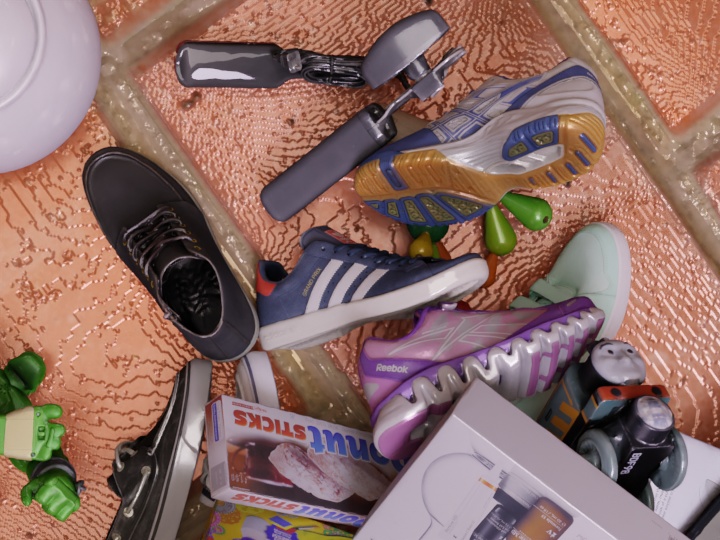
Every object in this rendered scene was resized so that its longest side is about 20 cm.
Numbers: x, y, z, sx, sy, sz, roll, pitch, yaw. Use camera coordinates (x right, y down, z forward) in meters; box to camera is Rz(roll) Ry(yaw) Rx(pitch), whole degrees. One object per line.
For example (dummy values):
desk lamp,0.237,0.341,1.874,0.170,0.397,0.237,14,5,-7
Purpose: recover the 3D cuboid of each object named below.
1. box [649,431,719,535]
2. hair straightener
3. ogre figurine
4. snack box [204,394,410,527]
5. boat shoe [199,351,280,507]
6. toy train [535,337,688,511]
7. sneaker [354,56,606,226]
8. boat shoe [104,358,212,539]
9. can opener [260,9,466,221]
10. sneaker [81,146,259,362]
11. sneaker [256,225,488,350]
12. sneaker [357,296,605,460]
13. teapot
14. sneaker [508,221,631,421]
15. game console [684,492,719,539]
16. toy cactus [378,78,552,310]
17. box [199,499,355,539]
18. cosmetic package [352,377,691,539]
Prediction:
box,0.270,0.244,1.066,0.175,0.097,0.201,21,86,-4
hair straightener,-0.047,-0.153,1.058,0.198,0.077,0.041,6,102,-8
ogre figurine,-0.280,0.098,1.004,0.199,0.120,0.099,28,82,-6
snack box,-0.030,0.148,1.007,0.199,0.024,0.072,20,50,-40
boat shoe,-0.091,0.165,1.049,0.069,0.071,0.202,-5,95,-9
toy train,0.162,0.141,0.983,0.085,0.201,0.114,-2,48,-22
sneaker,0.090,-0.095,1.002,0.199,0.075,0.089,-13,46,26
boat shoe,-0.162,0.161,1.038,0.063,0.071,0.202,16,88,-6
can opener,-0.005,-0.120,1.037,0.199,0.053,0.067,-37,93,19
sneaker,-0.148,-0.026,1.016,0.075,0.106,0.200,-39,78,-5
sneaker,0.000,0.000,1.026,0.199,0.075,0.085,-16,79,26
sneaker,0.082,0.054,0.973,0.199,0.081,0.089,-22,57,-18
teapot,-0.284,-0.170,0.999,0.196,0.146,0.202,-5,88,-6
sneaker,0.131,0.039,1.048,0.118,0.074,0.202,29,87,-38
game console,0.353,0.207,1.017,0.177,0.031,0.200,44,82,-5
toy cactus,0.076,-0.075,1.067,0.164,0.102,0.201,31,94,6
box,-0.047,0.297,0.983,0.199,0.122,0.194,21,115,-5
cosmetic package,0.113,0.190,0.920,0.199,0.052,0.151,37,129,4
